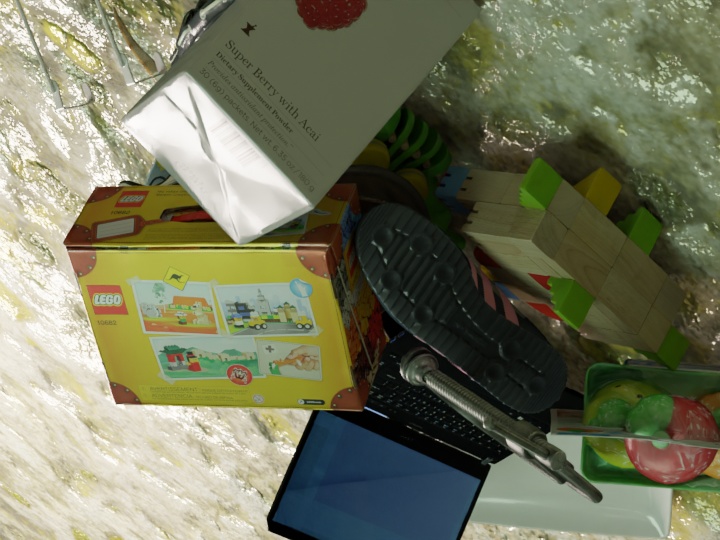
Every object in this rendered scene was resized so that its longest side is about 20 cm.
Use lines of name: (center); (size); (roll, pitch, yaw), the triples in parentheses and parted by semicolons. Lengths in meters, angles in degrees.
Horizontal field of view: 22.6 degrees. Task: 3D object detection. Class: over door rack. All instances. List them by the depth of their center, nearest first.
over door rack: (-0.259, -0.219, 1.454); (0.147, 0.067, 0.201); (-8, 117, 55)

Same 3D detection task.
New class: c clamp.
c clamp: (0.093, 0.102, 1.255); (0.171, 0.027, 0.200); (36, 177, -34)

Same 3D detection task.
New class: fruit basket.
fruit basket: (0.225, 0.108, 1.268); (0.183, 0.095, 0.200); (4, 174, 7)

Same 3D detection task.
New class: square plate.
square plate: (0.165, 0.154, 1.495); (0.196, 0.029, 0.201); (4, 140, 8)

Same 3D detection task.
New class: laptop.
laptop: (0.054, 0.150, 1.399); (0.176, 0.104, 0.200); (26, 139, -28)

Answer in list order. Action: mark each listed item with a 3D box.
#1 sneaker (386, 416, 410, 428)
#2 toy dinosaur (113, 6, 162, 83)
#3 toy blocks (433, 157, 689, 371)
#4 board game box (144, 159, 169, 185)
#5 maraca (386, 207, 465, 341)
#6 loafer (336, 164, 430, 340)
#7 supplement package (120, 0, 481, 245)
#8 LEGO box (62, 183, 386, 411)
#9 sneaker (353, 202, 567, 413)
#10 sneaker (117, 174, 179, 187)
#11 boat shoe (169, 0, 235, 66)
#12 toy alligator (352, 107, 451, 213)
sneaker: (0.076, 0.125, 1.556); (0.201, 0.098, 0.071); (48, 149, -20)
toy dinosaur: (-0.137, -0.124, 1.485); (0.106, 0.060, 0.201); (5, 137, 49)
toy blocks: (0.134, -0.009, 1.292); (0.200, 0.100, 0.136); (39, 164, -33)
board game box: (-0.137, -0.029, 1.499); (0.104, 0.104, 0.200); (23, 169, -4)
maraca: (0.000, 0.000, 1.458); (0.136, 0.108, 0.200); (18, 138, -23)
loafer: (0.023, -0.003, 1.333); (0.072, 0.071, 0.200); (-10, 141, 24)
supplement package: (-0.038, -0.137, 1.194); (0.121, 0.200, 0.120); (45, 152, -12)
LEGO box: (-0.094, 0.019, 1.292); (0.198, 0.077, 0.150); (1, 127, 16)
sneaker: (0.062, 0.023, 1.287); (0.200, 0.070, 0.082); (46, -179, -21)
sneaker: (-0.097, -0.082, 1.370); (0.088, 0.199, 0.076); (55, 170, 4)
boat shoe: (-0.102, -0.181, 1.353); (0.200, 0.075, 0.061); (-11, 106, 63)
toy alligator: (0.007, -0.107, 1.317); (0.054, 0.060, 0.200); (-39, 125, 24)
